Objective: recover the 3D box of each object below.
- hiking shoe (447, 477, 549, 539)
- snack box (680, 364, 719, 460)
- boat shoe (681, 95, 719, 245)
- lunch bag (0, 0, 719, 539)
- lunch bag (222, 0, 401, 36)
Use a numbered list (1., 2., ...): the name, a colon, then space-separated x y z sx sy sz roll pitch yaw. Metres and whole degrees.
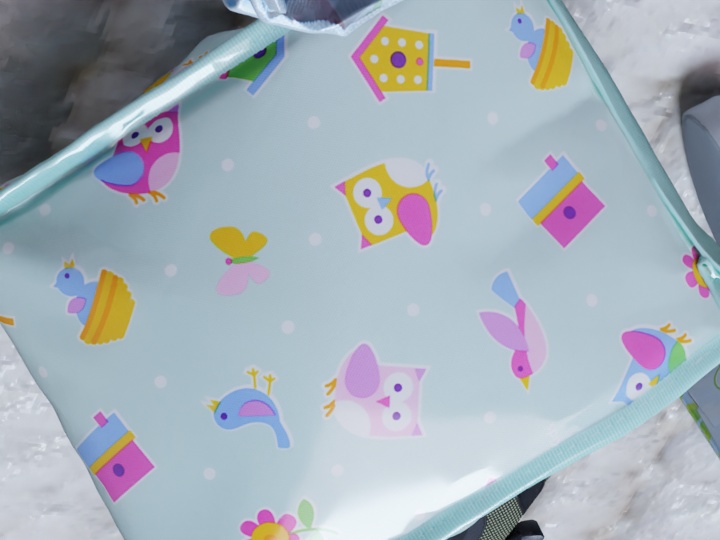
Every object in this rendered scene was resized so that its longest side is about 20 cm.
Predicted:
1. hiking shoe: 0.025 0.055 0.877 0.100 0.076 0.200 -26 144 -15
2. snack box: 0.248 0.046 0.976 0.200 0.053 0.142 -34 133 5
3. boat shoe: 0.189 0.011 0.872 0.068 0.074 0.200 -33 102 -2
4. lunch bag: 0.000 0.000 0.726 0.200 0.122 0.171 -31 91 3
5. lunch bag: -0.013 -0.179 0.572 0.127 0.170 0.200 6 126 -31
